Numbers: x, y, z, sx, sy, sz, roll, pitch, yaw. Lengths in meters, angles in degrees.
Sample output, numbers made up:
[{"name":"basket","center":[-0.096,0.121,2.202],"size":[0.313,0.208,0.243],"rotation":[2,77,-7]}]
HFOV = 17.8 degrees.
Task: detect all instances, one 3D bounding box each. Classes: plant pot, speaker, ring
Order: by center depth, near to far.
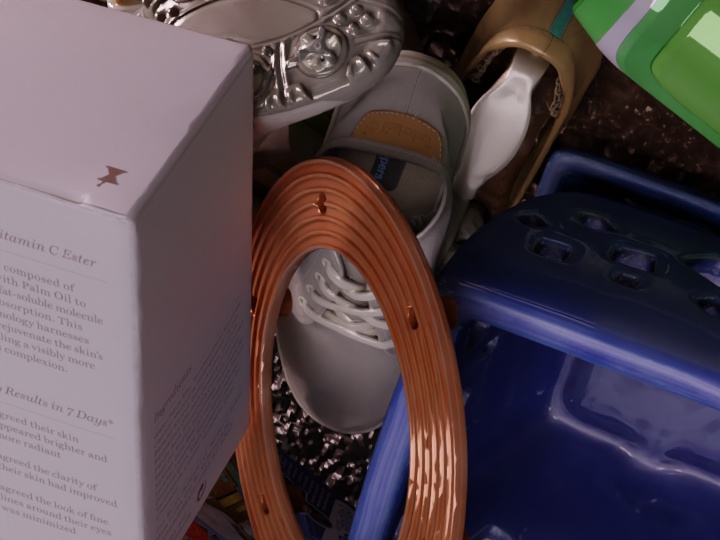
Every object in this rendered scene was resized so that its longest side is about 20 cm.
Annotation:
[{"name":"ring","center":[-0.004,0.056,0.881],"size":[0.019,0.200,0.201],"rotation":[-5,126,-25]},{"name":"speaker","center":[0.183,-0.069,0.897],"size":[0.200,0.088,0.088],"rotation":[38,125,-2]},{"name":"plant pot","center":[0.121,0.073,0.944],"size":[0.200,0.180,0.200],"rotation":[22,123,9]}]

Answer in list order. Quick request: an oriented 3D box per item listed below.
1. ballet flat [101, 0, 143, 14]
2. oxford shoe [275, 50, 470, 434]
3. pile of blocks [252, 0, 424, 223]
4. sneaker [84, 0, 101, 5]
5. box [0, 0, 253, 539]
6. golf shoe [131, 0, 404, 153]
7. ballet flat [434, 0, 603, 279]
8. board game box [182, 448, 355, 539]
[{"name":"ballet flat","center":[-0.100,-0.130,0.960],"size":[0.200,0.071,0.071],"rotation":[24,125,26]},{"name":"oxford shoe","center":[0.000,0.000,0.951],"size":[0.075,0.058,0.200],"rotation":[15,133,2]},{"name":"pile of blocks","center":[-0.048,-0.051,0.994],"size":[0.200,0.062,0.082],"rotation":[-43,62,7]},{"name":"sneaker","center":[-0.129,-0.032,1.053],"size":[0.090,0.067,0.200],"rotation":[-20,100,48]},{"name":"box","center":[-0.128,0.004,0.864],"size":[0.152,0.106,0.200],"rotation":[17,133,14]},{"name":"golf shoe","center":[-0.058,-0.075,0.914],"size":[0.200,0.078,0.097],"rotation":[-6,155,32]},{"name":"ballet flat","center":[0.039,-0.038,0.984],"size":[0.069,0.063,0.200],"rotation":[26,125,-1]},{"name":"board game box","center":[-0.058,0.117,1.031],"size":[0.135,0.200,0.034],"rotation":[38,101,-2]}]
